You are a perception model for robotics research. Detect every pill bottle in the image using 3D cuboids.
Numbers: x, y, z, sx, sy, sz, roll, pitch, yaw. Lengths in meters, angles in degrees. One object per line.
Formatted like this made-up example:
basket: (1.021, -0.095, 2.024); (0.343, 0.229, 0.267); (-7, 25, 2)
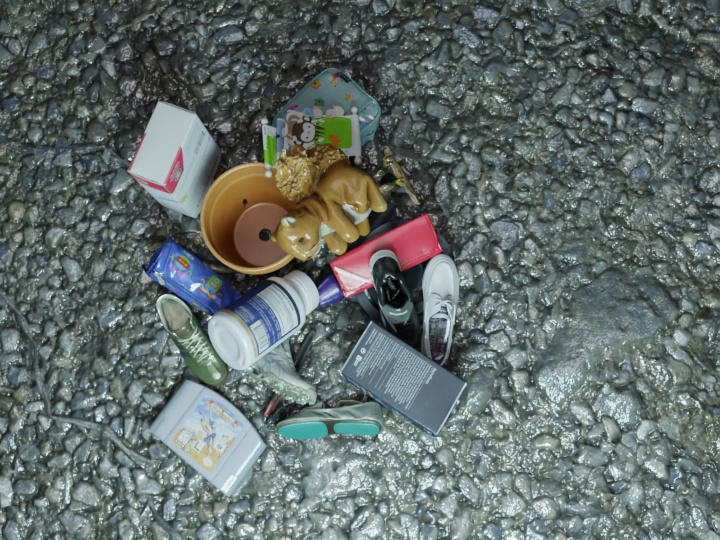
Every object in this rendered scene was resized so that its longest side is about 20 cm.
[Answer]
pill bottle: (-0.168, 0.081, 1.586); (0.111, 0.112, 0.199); (46, 51, 11)

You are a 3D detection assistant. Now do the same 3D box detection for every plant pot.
plant pot: (-0.187, -0.082, 1.645); (0.196, 0.140, 0.205); (-1, 76, 4)

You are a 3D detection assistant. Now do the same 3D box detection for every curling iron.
curling iron: (-0.128, 0.204, 1.638); (0.049, 0.026, 0.203); (26, 74, -13)

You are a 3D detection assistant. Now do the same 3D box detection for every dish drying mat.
dish drying mat: (0.046, -0.026, 1.588); (0.197, 0.018, 0.078); (-26, 99, 2)

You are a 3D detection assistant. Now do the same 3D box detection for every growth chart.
growth chart: (-0.090, -0.243, 1.625); (0.196, 0.018, 0.147); (-8, 65, -12)

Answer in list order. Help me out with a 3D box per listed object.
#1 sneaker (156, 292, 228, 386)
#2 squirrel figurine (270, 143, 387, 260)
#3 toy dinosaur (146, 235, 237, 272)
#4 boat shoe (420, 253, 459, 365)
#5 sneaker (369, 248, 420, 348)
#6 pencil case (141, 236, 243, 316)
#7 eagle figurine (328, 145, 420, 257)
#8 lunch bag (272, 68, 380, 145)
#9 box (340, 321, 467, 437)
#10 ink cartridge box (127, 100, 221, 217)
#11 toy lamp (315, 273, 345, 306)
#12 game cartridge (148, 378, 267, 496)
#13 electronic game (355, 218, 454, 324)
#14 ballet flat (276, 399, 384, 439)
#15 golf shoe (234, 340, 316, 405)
sneaker: (-0.319, 0.124, 1.632); (0.067, 0.090, 0.202); (-34, 78, -6)
squirrel figurine: (-0.081, -0.117, 1.524); (0.185, 0.141, 0.202); (-30, 90, -21)
toy dinosaur: (-0.332, -0.003, 1.687); (0.197, 0.048, 0.090); (21, 72, 4)
boat shoe: (0.142, 0.074, 1.594); (0.070, 0.069, 0.204); (9, 98, -8)
sneaker: (0.065, 0.068, 1.564); (0.065, 0.091, 0.203); (-18, 116, 2)
pencil case: (-0.303, 0.026, 1.625); (0.199, 0.078, 0.087); (38, 39, -12)
eagle figurine: (0.003, -0.142, 1.672); (0.199, 0.150, 0.153); (-37, 31, 24)
lunch bag: (-0.060, -0.285, 1.703); (0.160, 0.077, 0.200); (41, 73, 15)
box: (0.077, 0.197, 1.562); (0.198, 0.149, 0.108); (31, 81, 10)
ink cartridge box: (-0.342, -0.203, 1.651); (0.084, 0.200, 0.150); (19, 79, 8)
toy lamp: (0.000, 0.000, 1.660); (0.198, 0.058, 0.059); (-32, 77, -5)
game cartridge: (-0.276, 0.298, 1.619); (0.199, 0.042, 0.134); (36, 86, 10)
electronic game: (0.080, 0.006, 1.631); (0.195, 0.042, 0.205); (-1, 100, -6)
ballet flat: (-0.054, 0.268, 1.607); (0.195, 0.068, 0.065); (-2, 49, 2)
golf shoe: (-0.147, 0.170, 1.600); (0.198, 0.079, 0.098); (24, 66, 29)
